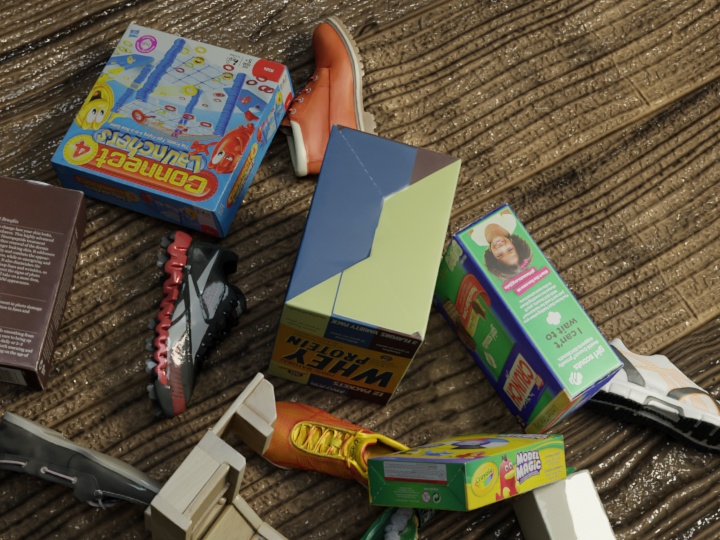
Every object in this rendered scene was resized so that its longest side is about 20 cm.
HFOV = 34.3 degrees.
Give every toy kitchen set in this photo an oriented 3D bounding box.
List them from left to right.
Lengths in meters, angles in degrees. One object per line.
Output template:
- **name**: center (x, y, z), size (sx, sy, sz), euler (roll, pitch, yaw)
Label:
- **toy kitchen set**: center (-0.077, 0.220, 1.072), size (0.180, 0.200, 0.164), euler (36, 66, 7)

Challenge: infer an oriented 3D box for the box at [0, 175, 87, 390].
- **box**: center (-0.350, 0.012, 1.189), size (0.099, 0.075, 0.202), euler (11, 67, -4)

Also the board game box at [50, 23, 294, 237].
- **board game box**: center (-0.201, -0.156, 1.270), size (0.198, 0.056, 0.197), euler (16, 64, 13)

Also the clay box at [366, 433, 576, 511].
- **clay box**: center (0.112, 0.187, 1.118), size (0.199, 0.114, 0.048), euler (-4, 89, -51)

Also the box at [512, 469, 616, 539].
- **box**: center (0.223, 0.307, 1.152), size (0.068, 0.082, 0.202), euler (-14, 71, -14)

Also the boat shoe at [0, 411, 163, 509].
- **boat shoe**: center (-0.271, 0.195, 1.109), size (0.198, 0.067, 0.057), euler (19, 81, 25)

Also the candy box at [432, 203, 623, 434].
- **candy box**: center (0.163, 0.058, 1.200), size (0.077, 0.169, 0.201), euler (-32, 75, -17)

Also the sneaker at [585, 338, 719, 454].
- **sneaker**: center (0.340, 0.134, 1.251), size (0.198, 0.074, 0.081), euler (23, 60, -1)

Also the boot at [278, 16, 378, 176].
- **boot**: center (-0.046, -0.198, 1.332), size (0.106, 0.075, 0.202), euler (-8, 69, -7)

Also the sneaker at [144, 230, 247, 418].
- **sneaker**: center (-0.167, 0.056, 1.200), size (0.097, 0.071, 0.202), euler (6, 65, -4)

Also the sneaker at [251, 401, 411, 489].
- **sneaker**: center (-0.024, 0.172, 1.171), size (0.198, 0.077, 0.074), euler (16, 67, 0)

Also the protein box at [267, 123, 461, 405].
- **protein box**: center (0.000, 0.000, 1.180), size (0.134, 0.200, 0.200), euler (15, 65, -2)

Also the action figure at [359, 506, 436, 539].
- **action figure**: center (0.012, 0.280, 1.093), size (0.054, 0.119, 0.200), euler (25, 48, 23)
